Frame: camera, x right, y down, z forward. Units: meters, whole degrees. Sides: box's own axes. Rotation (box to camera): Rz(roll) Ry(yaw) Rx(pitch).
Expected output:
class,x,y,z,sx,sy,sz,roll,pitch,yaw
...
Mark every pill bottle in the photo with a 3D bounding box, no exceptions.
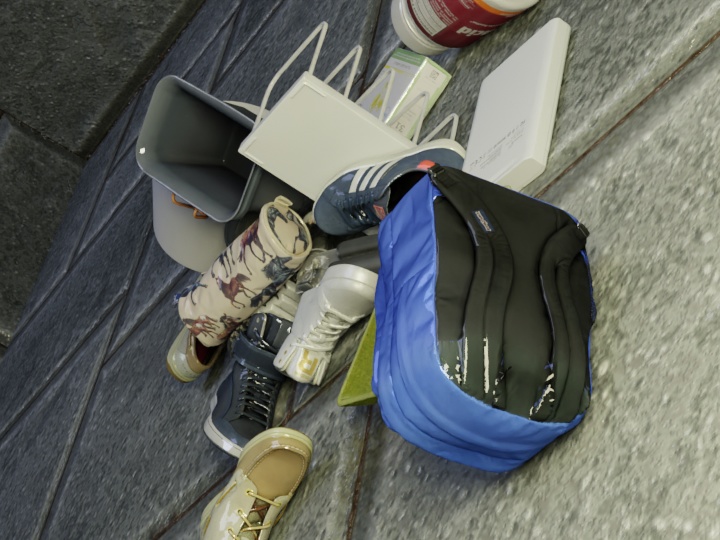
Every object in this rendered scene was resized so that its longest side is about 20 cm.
class,x,y,z,sx,sy,sz,roll,pitch,yaw
pill bottle,0.122,-0.325,1.637,0.200,0.114,0.115,-21,42,62

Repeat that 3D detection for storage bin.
class,x,y,z,sx,sy,sz,roll,pitch,yaw
storage bin,-0.155,-0.133,1.706,0.200,0.134,0.146,32,108,37

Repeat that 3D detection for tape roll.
class,x,y,z,sx,sy,sz,roll,pitch,yaw
tape roll,-0.180,-0.111,1.894,0.140,0.201,0.203,98,-177,-46

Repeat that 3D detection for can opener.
class,x,y,z,sx,sy,sz,roll,pitch,yaw
can opener,0.000,0.000,1.572,0.199,0.067,0.054,-12,47,49

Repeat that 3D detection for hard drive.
class,x,y,z,sx,sy,sz,roll,pitch,yaw
hard drive,0.153,-0.149,1.425,0.132,0.026,0.201,-39,27,46

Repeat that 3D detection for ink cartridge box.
class,x,y,z,sx,sy,sz,roll,pitch,yaw
ink cartridge box,0.027,-0.179,1.768,0.200,0.048,0.146,-56,19,4

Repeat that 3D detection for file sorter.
class,x,y,z,sx,sy,sz,roll,pitch,yaw
file sorter,-0.005,-0.158,1.579,0.139,0.199,0.125,-41,23,42

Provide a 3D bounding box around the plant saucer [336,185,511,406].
class,x,y,z,sx,sy,sz,roll,pitch,yaw
plant saucer,0.073,0.037,1.312,0.200,0.048,0.201,-25,39,60

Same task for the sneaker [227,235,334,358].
class,x,y,z,sx,sy,sz,roll,pitch,yaw
sneaker,-0.090,0.033,1.726,0.200,0.066,0.091,-48,16,25

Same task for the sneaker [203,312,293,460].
class,x,y,z,sx,sy,sz,roll,pitch,yaw
sneaker,-0.115,0.129,1.614,0.147,0.077,0.202,-58,17,11

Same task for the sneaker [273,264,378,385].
class,x,y,z,sx,sy,sz,roll,pitch,yaw
sneaker,-0.034,0.068,1.519,0.116,0.073,0.200,-68,11,-21

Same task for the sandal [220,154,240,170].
class,x,y,z,sx,sy,sz,roll,pitch,yaw
sandal,-0.091,-0.176,1.792,0.200,0.057,0.080,-12,44,25

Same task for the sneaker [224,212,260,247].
class,x,y,z,sx,sy,sz,roll,pitch,yaw
sneaker,-0.128,0.005,1.781,0.079,0.075,0.201,-124,31,-58

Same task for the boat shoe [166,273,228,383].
class,x,y,z,sx,sy,sz,roll,pitch,yaw
boat shoe,-0.203,0.066,1.967,0.066,0.074,0.201,-19,44,44

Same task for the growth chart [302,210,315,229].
class,x,y,z,sx,sy,sz,roll,pitch,yaw
growth chart,-0.042,-0.086,1.739,0.145,0.018,0.200,-52,3,-22

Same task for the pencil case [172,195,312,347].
class,x,y,z,sx,sy,sz,roll,pitch,yaw
pencil case,-0.138,0.001,1.663,0.200,0.078,0.090,-43,56,33

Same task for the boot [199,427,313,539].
class,x,y,z,sx,sy,sz,roll,pitch,yaw
boot,-0.113,0.264,1.411,0.200,0.072,0.155,-53,18,35

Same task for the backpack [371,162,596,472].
class,x,y,z,sx,sy,sz,roll,pitch,yaw
backpack,0.091,0.054,1.081,0.168,0.162,0.201,127,150,-46

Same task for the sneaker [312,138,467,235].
class,x,y,z,sx,sy,sz,roll,pitch,yaw
sneaker,0.023,-0.074,1.500,0.199,0.075,0.085,-24,28,33
